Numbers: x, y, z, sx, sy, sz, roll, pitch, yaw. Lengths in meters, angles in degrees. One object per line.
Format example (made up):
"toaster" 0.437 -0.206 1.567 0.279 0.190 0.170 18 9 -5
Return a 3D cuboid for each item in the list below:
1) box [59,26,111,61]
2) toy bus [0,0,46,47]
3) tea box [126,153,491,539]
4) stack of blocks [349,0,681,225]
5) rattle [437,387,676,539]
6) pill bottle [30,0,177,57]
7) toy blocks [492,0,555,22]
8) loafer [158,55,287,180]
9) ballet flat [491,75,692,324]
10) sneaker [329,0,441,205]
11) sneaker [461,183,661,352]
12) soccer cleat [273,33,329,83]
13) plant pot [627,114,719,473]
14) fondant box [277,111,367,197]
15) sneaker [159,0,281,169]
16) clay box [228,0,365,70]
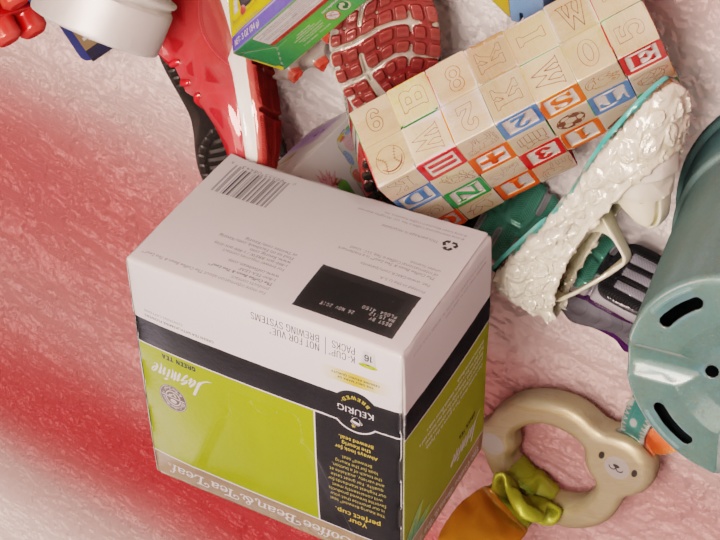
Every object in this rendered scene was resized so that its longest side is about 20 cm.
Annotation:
"box" -0.196 -0.243 1.194 0.199 0.032 0.122 -24 106 41
"toy bus" -0.302 -0.252 1.112 0.135 0.199 0.194 -25 90 40
"tea box" -0.030 0.060 1.024 0.198 0.134 0.198 19 133 21
"stack of blocks" 0.106 -0.105 1.012 0.199 0.115 0.059 -27 66 13
"rattle" 0.159 0.158 1.179 0.199 0.142 0.132 -11 96 43
"pill bottle" -0.135 -0.246 0.984 0.113 0.114 0.202 25 101 14
"toy blocks" 0.101 -0.224 0.992 0.198 0.100 0.138 13 138 25
"loafer" -0.096 -0.131 1.190 0.072 0.071 0.201 -4 134 12
"ballet flat" 0.164 -0.039 1.012 0.072 0.072 0.200 40 126 1
"sneaker" 0.013 -0.141 1.089 0.077 0.083 0.202 -9 130 -7
"sneaker" 0.136 -0.002 1.128 0.199 0.074 0.088 34 153 19
"soccer cleat" -0.039 -0.224 1.087 0.078 0.069 0.201 44 133 22
"plant pot" 0.266 0.018 0.973 0.198 0.196 0.202 17 129 22
"fondant box" 0.000 0.000 1.161 0.058 0.144 0.201 -19 109 41
"sneaker" -0.125 -0.151 1.078 0.114 0.078 0.202 -12 84 8
"clay box" -0.044 -0.247 1.002 0.115 0.047 0.202 -33 57 43
